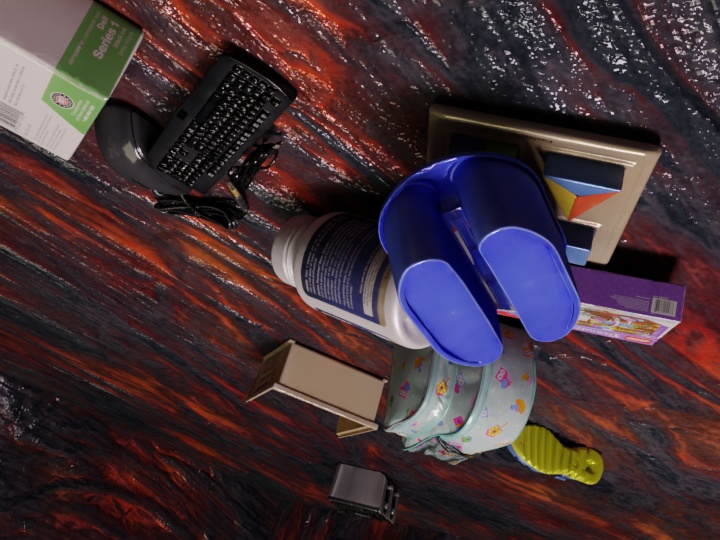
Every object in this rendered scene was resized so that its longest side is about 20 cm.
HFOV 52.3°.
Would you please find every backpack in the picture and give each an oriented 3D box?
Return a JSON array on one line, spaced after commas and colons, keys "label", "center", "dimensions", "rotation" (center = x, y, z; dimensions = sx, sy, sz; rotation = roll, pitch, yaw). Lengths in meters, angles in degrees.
[{"label": "backpack", "center": [0.126, 0.146, 0.944], "dimensions": [0.153, 0.176, 0.200], "rotation": [25, 151, -25]}]

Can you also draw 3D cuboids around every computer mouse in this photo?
[{"label": "computer mouse", "center": [-0.204, -0.098, 0.800], "dimensions": [0.140, 0.046, 0.200], "rotation": [11, 155, 16]}]

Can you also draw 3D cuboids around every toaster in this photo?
[{"label": "toaster", "center": [0.007, 0.663, 2.171], "dimensions": [0.199, 0.119, 0.181], "rotation": [6, 153, 22]}]

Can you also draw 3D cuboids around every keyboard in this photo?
[{"label": "keyboard", "center": [-0.126, -0.117, 0.688], "dimensions": [0.104, 0.040, 0.200], "rotation": [22, 150, -26]}]

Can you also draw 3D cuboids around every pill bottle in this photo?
[{"label": "pill bottle", "center": [0.000, 0.000, 0.765], "dimensions": [0.200, 0.111, 0.111], "rotation": [19, 162, 41]}]

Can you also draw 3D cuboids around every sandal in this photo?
[{"label": "sandal", "center": [0.337, 0.336, 1.322], "dimensions": [0.200, 0.080, 0.087], "rotation": [28, 157, -19]}]

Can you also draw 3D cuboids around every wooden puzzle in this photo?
[{"label": "wooden puzzle", "center": [0.145, -0.059, 0.652], "dimensions": [0.185, 0.046, 0.200], "rotation": [13, 155, 10]}]

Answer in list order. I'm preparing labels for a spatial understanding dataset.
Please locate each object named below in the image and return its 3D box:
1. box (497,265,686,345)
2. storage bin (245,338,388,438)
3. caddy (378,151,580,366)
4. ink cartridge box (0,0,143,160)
[{"label": "box", "center": [0.219, 0.029, 0.768], "dimensions": [0.199, 0.039, 0.137], "rotation": [11, 167, 13]}, {"label": "storage bin", "center": [-0.085, 0.222, 1.338], "dimensions": [0.199, 0.094, 0.198], "rotation": [24, 154, -15]}, {"label": "caddy", "center": [0.100, -0.011, 0.617], "dimensions": [0.141, 0.105, 0.200], "rotation": [-22, 136, 17]}, {"label": "ink cartridge box", "center": [-0.309, -0.197, 0.617], "dimensions": [0.200, 0.085, 0.146], "rotation": [30, 152, -25]}]
